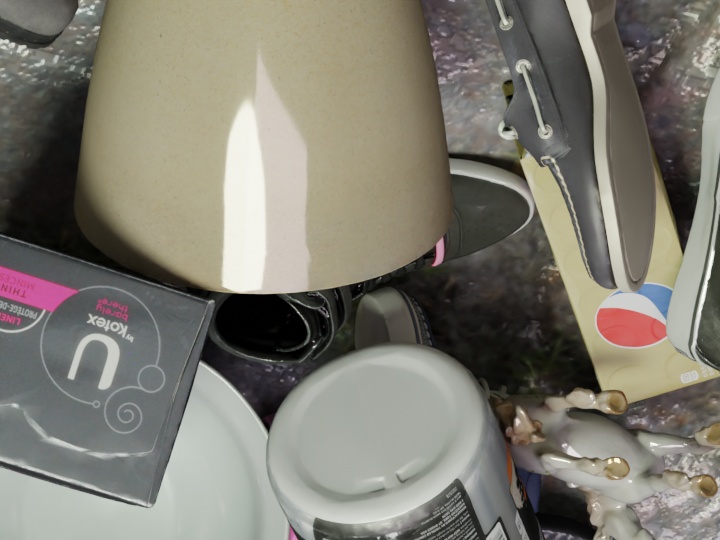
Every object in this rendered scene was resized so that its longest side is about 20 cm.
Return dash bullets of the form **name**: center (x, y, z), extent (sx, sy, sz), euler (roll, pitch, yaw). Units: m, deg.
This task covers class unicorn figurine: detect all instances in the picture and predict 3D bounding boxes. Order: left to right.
- **unicorn figurine**: center (0.137, 0.110, 1.574), extent (0.200, 0.074, 0.137), euler (38, 153, -25)

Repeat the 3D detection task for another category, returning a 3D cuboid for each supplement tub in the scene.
- **supplement tub**: center (0.032, 0.140, 1.509), extent (0.122, 0.123, 0.200), euler (-16, 139, 6)

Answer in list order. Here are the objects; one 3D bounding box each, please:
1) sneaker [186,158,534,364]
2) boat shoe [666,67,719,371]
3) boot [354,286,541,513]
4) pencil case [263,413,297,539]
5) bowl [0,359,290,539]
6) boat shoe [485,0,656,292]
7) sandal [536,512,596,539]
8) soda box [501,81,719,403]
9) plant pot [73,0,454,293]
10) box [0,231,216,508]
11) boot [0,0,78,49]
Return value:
- **sneaker**: center (0.000, 0.000, 1.489), extent (0.200, 0.099, 0.071), euler (-8, 131, -3)
- **boat shoe**: center (0.216, -0.038, 1.471), extent (0.071, 0.064, 0.200), euler (-11, 118, -42)
- **boot**: center (0.053, 0.077, 1.598), extent (0.090, 0.073, 0.200), euler (-17, 137, -11)
- **pencil case**: center (-0.092, 0.172, 1.643), extent (0.200, 0.094, 0.091), euler (-37, 172, 23)
- **bowl**: center (-0.142, 0.134, 1.521), extent (0.201, 0.201, 0.090), euler (-2, 175, -7)
- **boat shoe**: center (0.100, -0.084, 1.399), extent (0.063, 0.073, 0.200), euler (-10, 94, 23)
- **sandal**: center (0.058, 0.167, 1.697), extent (0.200, 0.043, 0.076), euler (5, 125, -1)
- **soda box**: center (0.137, -0.020, 1.516), extent (0.068, 0.064, 0.200), euler (-17, 133, 7)
- **plant pot**: center (-0.044, -0.120, 1.335), extent (0.187, 0.187, 0.200), euler (-2, 119, -7)
- **box**: center (-0.146, 0.051, 1.382), extent (0.122, 0.200, 0.106), euler (17, 84, -5)
- **boot**: center (-0.163, -0.197, 1.307), extent (0.132, 0.070, 0.200), euler (-34, 133, 14)
